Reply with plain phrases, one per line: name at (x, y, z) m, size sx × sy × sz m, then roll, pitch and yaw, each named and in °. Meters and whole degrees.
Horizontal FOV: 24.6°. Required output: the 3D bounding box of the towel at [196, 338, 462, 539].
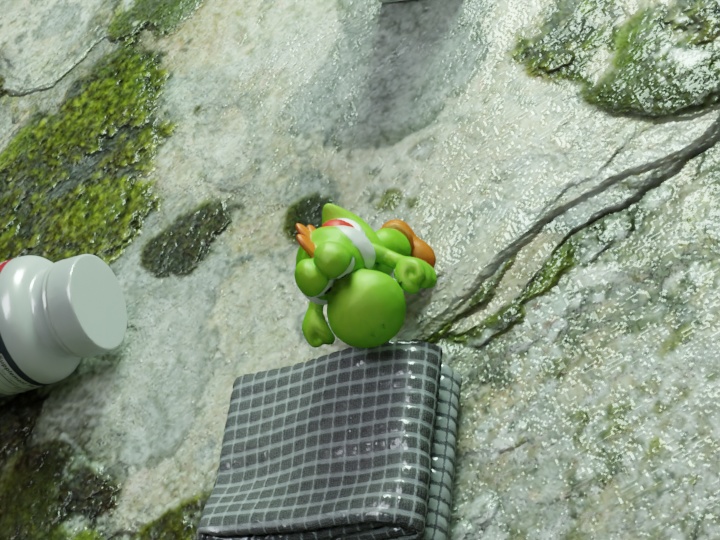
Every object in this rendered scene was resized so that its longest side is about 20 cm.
towel at (-0.026, 0.147, 1.279) m, size 0.199 × 0.086 × 0.166 m, roll -13°, pitch 52°, yaw 25°

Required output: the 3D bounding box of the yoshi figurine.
yoshi figurine at (0.004, 0.015, 1.299) m, size 0.112 × 0.200 × 0.113 m, roll 15°, pitch 97°, yaw 13°

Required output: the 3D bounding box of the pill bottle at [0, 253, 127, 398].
pill bottle at (-0.321, 0.052, 1.514) m, size 0.199 × 0.120 × 0.120 m, roll -16°, pitch 51°, yaw 22°

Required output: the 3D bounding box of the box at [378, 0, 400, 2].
box at (0.029, -0.360, 1.524) m, size 0.097 × 0.200 × 0.125 m, roll -1°, pitch 58°, yaw 32°
